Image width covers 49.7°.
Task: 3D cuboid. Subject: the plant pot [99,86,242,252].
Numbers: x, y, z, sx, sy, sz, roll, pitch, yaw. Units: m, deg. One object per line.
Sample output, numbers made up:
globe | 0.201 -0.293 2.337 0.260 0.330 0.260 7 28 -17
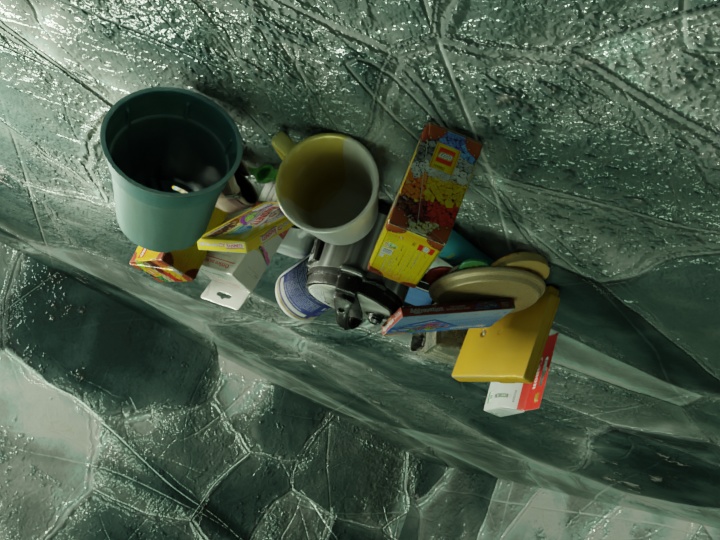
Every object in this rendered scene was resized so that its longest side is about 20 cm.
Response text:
plant pot | -0.296 -0.139 1.190 0.200 0.200 0.196 24 144 -4

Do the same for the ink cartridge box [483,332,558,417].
ink cartridge box | 0.323 0.209 1.585 0.050 0.161 0.200 20 162 -4

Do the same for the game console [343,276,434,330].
game console | 0.065 0.076 1.582 0.172 0.119 0.200 21 162 6

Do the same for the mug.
mug | -0.040 -0.125 1.173 0.149 0.187 0.153 -14 164 6

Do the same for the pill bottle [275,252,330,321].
pill bottle | -0.073 0.016 1.526 0.116 0.116 0.200 30 143 -23

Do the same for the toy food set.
toy food set | 0.207 0.026 1.290 0.198 0.049 0.200 -1 158 4

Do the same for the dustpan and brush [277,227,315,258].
dustpan and brush | -0.129 -0.066 1.533 0.139 0.057 0.200 20 172 -30

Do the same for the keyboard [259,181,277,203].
keyboard | -0.155 -0.133 1.425 0.056 0.011 0.200 26 161 -9

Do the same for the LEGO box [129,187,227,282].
LEGO box | -0.334 -0.083 1.470 0.077 0.200 0.149 35 159 -32

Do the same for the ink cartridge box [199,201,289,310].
ink cartridge box | -0.232 -0.034 1.464 0.116 0.200 0.068 14 157 37

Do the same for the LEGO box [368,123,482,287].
LEGO box | 0.082 -0.080 1.050 0.077 0.149 0.200 22 162 0

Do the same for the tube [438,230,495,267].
tube | 0.184 -0.016 1.307 0.077 0.050 0.200 -1 157 45

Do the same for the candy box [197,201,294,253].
candy box | -0.178 -0.077 1.331 0.102 0.200 0.026 6 115 27

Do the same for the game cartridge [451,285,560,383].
game cartridge | 0.257 0.115 1.374 0.032 0.177 0.200 32 160 -24

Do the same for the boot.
boot | -0.257 -0.179 1.302 0.146 0.070 0.200 6 144 39

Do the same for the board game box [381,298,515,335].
board game box | 0.144 0.078 1.285 0.200 0.019 0.103 -3 158 -19

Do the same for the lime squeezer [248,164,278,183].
lime squeezer | -0.143 -0.154 1.318 0.200 0.038 0.071 23 180 6

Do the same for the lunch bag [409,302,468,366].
lunch bag | 0.201 0.137 1.569 0.164 0.118 0.200 14 161 -9

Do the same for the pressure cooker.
pressure cooker | 0.003 0.001 1.311 0.176 0.200 0.178 32 160 -36
